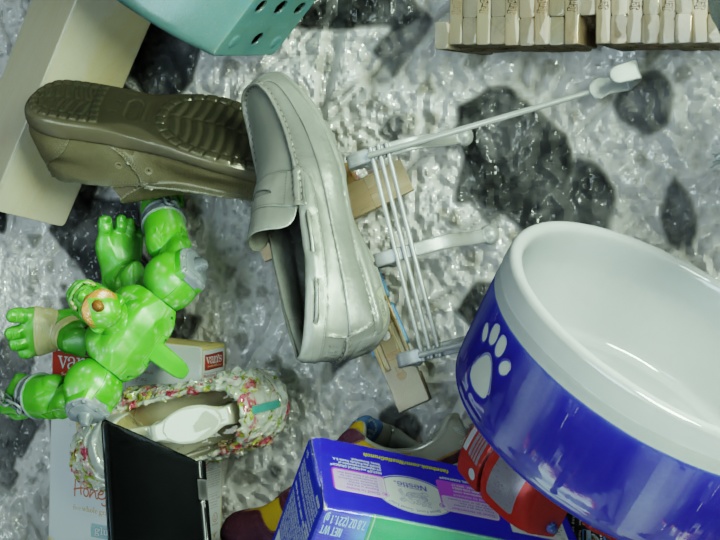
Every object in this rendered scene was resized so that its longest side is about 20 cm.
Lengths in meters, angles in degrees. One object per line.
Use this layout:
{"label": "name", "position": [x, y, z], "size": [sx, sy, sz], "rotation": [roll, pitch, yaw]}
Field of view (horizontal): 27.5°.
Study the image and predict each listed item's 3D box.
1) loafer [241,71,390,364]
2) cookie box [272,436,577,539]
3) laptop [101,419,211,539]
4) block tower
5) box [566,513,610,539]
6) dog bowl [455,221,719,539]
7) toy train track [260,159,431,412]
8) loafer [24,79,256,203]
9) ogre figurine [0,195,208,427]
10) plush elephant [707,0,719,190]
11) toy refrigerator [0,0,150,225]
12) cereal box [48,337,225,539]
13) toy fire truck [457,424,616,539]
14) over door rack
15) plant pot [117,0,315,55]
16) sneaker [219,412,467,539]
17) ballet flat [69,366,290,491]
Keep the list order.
{"label": "loafer", "position": [-0.043, -0.036, 0.954], "size": [0.070, 0.069, 0.202], "rotation": [-48, 59, 56]}
{"label": "cookie box", "position": [0.021, 0.220, 0.923], "size": [0.169, 0.075, 0.202], "rotation": [13, 116, -14]}
{"label": "laptop", "position": [-0.156, 0.220, 0.963], "size": [0.200, 0.115, 0.189], "rotation": [-33, 56, 48]}
{"label": "block tower", "position": [0.145, -0.164, 0.909], "size": [0.198, 0.054, 0.059], "rotation": [2, 93, 30]}
{"label": "box", "position": [0.203, 0.210, 0.901], "size": [0.159, 0.044, 0.203], "rotation": [3, 94, 30]}
{"label": "dog bowl", "position": [0.154, 0.061, 0.797], "size": [0.199, 0.199, 0.079], "rotation": [38, 117, 23]}
{"label": "toy train track", "position": [0.000, 0.000, 1.006], "size": [0.114, 0.033, 0.202], "rotation": [-25, 79, 8]}
{"label": "loafer", "position": [-0.142, -0.086, 1.056], "size": [0.198, 0.076, 0.068], "rotation": [15, 133, 7]}
{"label": "ogre figurine", "position": [-0.176, 0.032, 1.053], "size": [0.120, 0.199, 0.099], "rotation": [25, 147, 53]}
{"label": "plush elephant", "position": [0.261, -0.092, 0.785], "size": [0.199, 0.154, 0.167], "rotation": [-23, 81, 28]}
{"label": "toy refrigerator", "position": [-0.222, -0.142, 1.107], "size": [0.076, 0.069, 0.201], "rotation": [47, 116, 48]}
{"label": "cereal box", "position": [-0.172, 0.149, 1.118], "size": [0.142, 0.039, 0.203], "rotation": [3, 94, 29]}
{"label": "toy fire truck", "position": [0.163, 0.141, 0.814], "size": [0.141, 0.198, 0.049], "rotation": [46, 115, 51]}
{"label": "over door rack", "position": [0.103, -0.030, 0.941], "size": [0.198, 0.067, 0.150], "rotation": [-16, 86, 17]}
{"label": "plant pot", "position": [-0.119, -0.248, 1.015], "size": [0.200, 0.141, 0.141], "rotation": [47, 114, 12]}
{"label": "sneaker", "position": [-0.009, 0.147, 1.008], "size": [0.198, 0.075, 0.091], "rotation": [-10, 89, 21]}
{"label": "ballet flat", "position": [-0.142, 0.113, 1.044], "size": [0.198, 0.064, 0.076], "rotation": [-22, 84, 25]}
